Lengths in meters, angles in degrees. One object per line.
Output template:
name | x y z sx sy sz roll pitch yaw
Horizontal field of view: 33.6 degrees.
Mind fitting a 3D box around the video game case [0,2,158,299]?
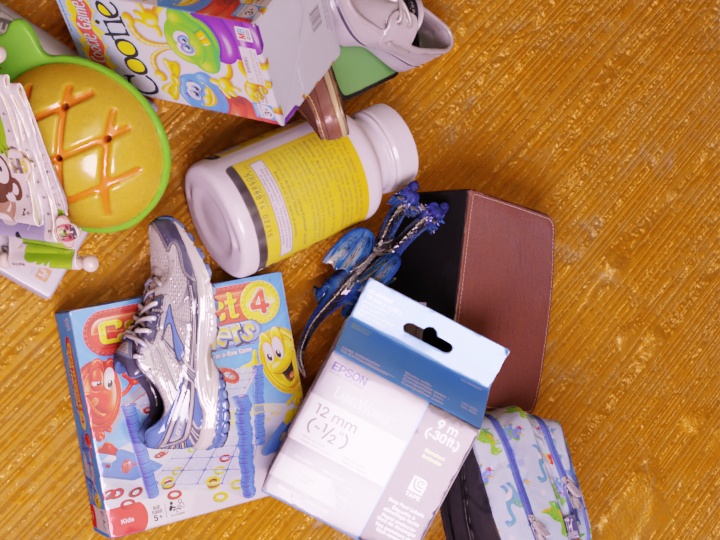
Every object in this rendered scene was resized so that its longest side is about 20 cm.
video game case | -0.297 -0.106 1.021 0.182 0.022 0.201 32 74 -21

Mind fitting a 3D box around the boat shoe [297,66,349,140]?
boat shoe | -0.068 -0.178 1.066 0.067 0.200 0.072 -24 141 -8

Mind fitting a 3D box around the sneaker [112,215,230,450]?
sneaker | -0.163 0.055 0.988 0.085 0.077 0.201 -9 91 -22

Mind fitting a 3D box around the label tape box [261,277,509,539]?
label tape box | 0.023 0.128 1.025 0.143 0.066 0.201 28 96 0

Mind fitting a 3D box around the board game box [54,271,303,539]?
board game box | -0.152 0.114 1.061 0.199 0.056 0.197 -12 93 -26

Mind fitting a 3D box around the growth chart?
growth chart | -0.286 -0.087 0.941 0.018 0.144 0.201 -36 113 -44

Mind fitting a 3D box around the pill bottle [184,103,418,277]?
pill bottle | -0.050 -0.081 1.090 0.200 0.111 0.112 -26 99 -24

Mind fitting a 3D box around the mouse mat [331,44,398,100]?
mouse mat | -0.017 -0.266 1.112 0.161 0.008 0.201 -39 116 -62

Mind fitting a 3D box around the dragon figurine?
dragon figurine | 0.000 0.000 1.083 0.059 0.100 0.200 41 63 9

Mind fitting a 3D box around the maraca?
maraca | -0.247 -0.115 0.976 0.200 0.107 0.137 37 104 -5

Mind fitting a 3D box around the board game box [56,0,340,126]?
board game box | -0.134 -0.206 0.987 0.103 0.199 0.105 -56 149 -33

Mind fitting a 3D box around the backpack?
backpack | 0.136 0.224 1.080 0.153 0.163 0.200 -22 67 -16

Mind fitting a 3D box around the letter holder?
letter holder | 0.106 0.034 1.166 0.142 0.100 0.201 12 82 -41

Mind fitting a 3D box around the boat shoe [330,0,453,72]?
boat shoe | 0.027 -0.233 1.104 0.200 0.065 0.072 22 60 -60
